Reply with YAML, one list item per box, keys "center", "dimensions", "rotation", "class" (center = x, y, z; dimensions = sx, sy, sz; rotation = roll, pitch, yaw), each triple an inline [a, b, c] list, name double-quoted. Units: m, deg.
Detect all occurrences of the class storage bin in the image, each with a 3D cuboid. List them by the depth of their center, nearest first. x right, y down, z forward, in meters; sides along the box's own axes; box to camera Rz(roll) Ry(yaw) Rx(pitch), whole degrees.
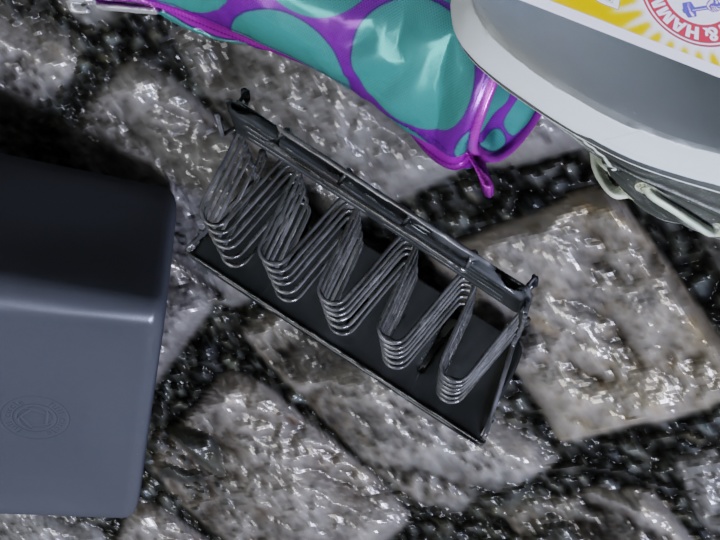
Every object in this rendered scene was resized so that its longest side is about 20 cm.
- center: [-0.160, 0.027, 1.052]
  dimensions: [0.134, 0.146, 0.200]
  rotation: [7, 137, -6]
  class: "storage bin"

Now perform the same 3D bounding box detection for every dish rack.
- center: [0.000, 0.000, 0.894]
  dimensions: [0.153, 0.055, 0.200]
  rotation: [32, 173, 6]
  class: "dish rack"

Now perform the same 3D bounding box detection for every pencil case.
- center: [-0.022, -0.109, 0.843]
  dimensions: [0.200, 0.093, 0.085]
  rotation: [24, 176, 14]
  class: "pencil case"

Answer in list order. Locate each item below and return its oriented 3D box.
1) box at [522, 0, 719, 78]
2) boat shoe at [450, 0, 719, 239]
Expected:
- center: [0.072, -0.156, 0.725]
  dimensions: [0.200, 0.101, 0.113]
  rotation: [23, 137, 17]
  class: "box"
- center: [0.112, -0.046, 0.786]
  dimensions: [0.200, 0.071, 0.064]
  rotation: [24, 141, -17]
  class: "boat shoe"
